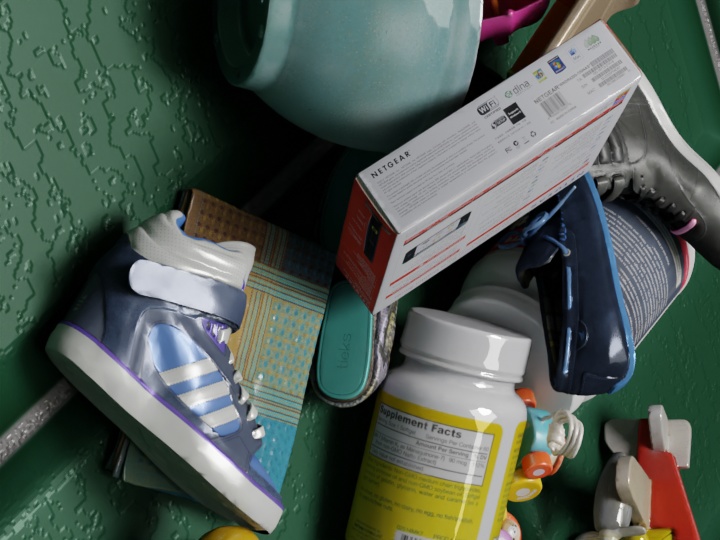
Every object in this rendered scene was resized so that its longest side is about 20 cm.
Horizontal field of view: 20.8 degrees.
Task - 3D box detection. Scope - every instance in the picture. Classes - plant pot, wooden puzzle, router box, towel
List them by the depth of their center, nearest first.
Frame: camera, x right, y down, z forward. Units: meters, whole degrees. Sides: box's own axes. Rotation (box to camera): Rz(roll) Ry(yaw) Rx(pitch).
[{"bbox_3d":[-0.020,-0.178,1.304,0.133,0.200,0.203,2,92,-23],"label":"plant pot"},{"bbox_3d":[0.081,-0.065,1.320,0.199,0.180,0.049,-33,78,-15],"label":"router box"},{"bbox_3d":[-0.091,0.061,1.338,0.146,0.022,0.202,24,73,-41],"label":"towel"},{"bbox_3d":[0.148,-0.167,1.441,0.200,0.037,0.185,-52,171,-14],"label":"wooden puzzle"}]

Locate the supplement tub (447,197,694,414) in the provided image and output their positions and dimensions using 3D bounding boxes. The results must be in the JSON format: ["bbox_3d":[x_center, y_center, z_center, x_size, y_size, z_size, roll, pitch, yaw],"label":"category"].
[{"bbox_3d":[0.166,0.017,1.563,0.200,0.139,0.141,-45,125,-39],"label":"supplement tub"}]

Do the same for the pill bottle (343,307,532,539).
[{"bbox_3d":[0.059,0.136,1.445,0.114,0.114,0.202,9,95,-50],"label":"pill bottle"}]

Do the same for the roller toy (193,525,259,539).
[{"bbox_3d":[-0.074,0.274,1.296,0.182,0.139,0.202,20,77,-50],"label":"roller toy"}]

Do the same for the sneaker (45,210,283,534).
[{"bbox_3d":[-0.091,0.056,1.263,0.200,0.080,0.147,44,69,-16],"label":"sneaker"}]

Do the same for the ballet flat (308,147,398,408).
[{"bbox_3d":[0.000,0.000,1.432,0.072,0.072,0.202,15,82,-50],"label":"ballet flat"}]

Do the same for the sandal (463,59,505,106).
[{"bbox_3d":[0.084,-0.116,1.520,0.200,0.054,0.082,33,83,-46],"label":"sandal"}]

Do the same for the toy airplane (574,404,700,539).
[{"bbox_3d":[0.242,0.219,1.698,0.199,0.140,0.201,-87,155,-70],"label":"toy airplane"}]

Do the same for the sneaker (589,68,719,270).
[{"bbox_3d":[0.214,-0.061,1.508,0.099,0.071,0.201,-37,92,-25],"label":"sneaker"}]

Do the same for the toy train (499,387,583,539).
[{"bbox_3d":[0.129,0.193,1.474,0.055,0.150,0.202,11,98,-29],"label":"toy train"}]

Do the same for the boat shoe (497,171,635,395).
[{"bbox_3d":[0.146,-0.007,1.436,0.068,0.084,0.202,-8,64,-13],"label":"boat shoe"}]

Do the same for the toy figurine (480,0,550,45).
[{"bbox_3d":[0.088,-0.257,1.389,0.198,0.150,0.186,19,94,-22],"label":"toy figurine"}]
